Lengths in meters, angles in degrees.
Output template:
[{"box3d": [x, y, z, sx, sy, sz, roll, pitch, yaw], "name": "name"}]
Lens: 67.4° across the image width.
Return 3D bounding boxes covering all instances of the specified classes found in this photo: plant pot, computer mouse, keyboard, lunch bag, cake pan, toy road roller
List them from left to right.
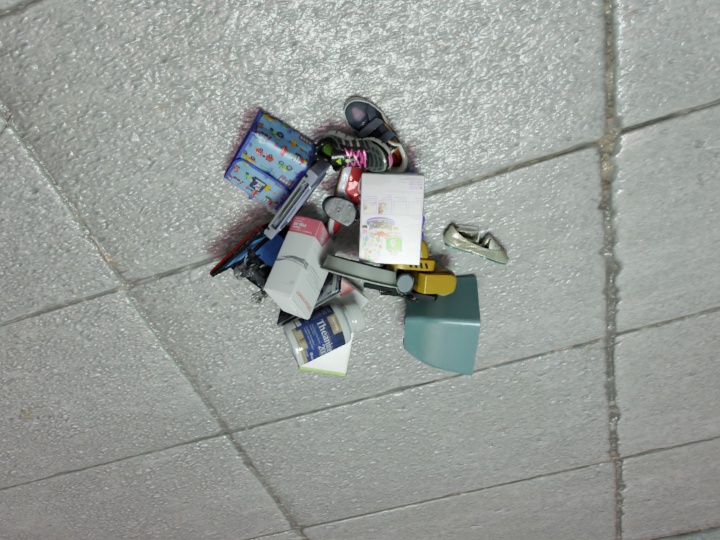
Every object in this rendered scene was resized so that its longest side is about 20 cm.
[{"box3d": [-0.219, -0.239, 1.256, 0.149, 0.095, 0.200, 27, 133, -21], "name": "lunch bag"}, {"box3d": [-0.001, -0.118, 1.278, 0.197, 0.034, 0.059, 29, 100, -9], "name": "computer mouse"}, {"box3d": [0.000, 0.000, 1.292, 0.196, 0.200, 0.038, 14, 92, -13], "name": "cake pan"}, {"box3d": [0.102, 0.056, 1.420, 0.195, 0.127, 0.021, 10, 102, 16], "name": "keyboard"}, {"box3d": [0.152, -0.020, 1.398, 0.195, 0.123, 0.150, 4, 102, -19], "name": "toy road roller"}, {"box3d": [0.217, 0.146, 1.487, 0.195, 0.198, 0.200, 3, 127, 5], "name": "plant pot"}]

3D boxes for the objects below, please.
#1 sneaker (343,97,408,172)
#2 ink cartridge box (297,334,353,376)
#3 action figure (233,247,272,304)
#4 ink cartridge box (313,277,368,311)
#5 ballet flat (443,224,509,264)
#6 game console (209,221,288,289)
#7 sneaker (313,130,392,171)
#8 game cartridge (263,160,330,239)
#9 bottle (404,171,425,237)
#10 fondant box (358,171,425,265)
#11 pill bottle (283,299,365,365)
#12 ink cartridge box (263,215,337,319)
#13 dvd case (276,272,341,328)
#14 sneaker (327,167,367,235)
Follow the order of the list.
[{"box3d": [0.041, -0.301, 1.217, 0.078, 0.080, 0.199, -38, 118, 24], "name": "sneaker"}, {"box3d": [-0.095, 0.193, 1.577, 0.144, 0.076, 0.205, 10, 99, -10], "name": "ink cartridge box"}, {"box3d": [-0.250, 0.022, 1.324, 0.101, 0.120, 0.200, -35, 158, 8], "name": "action figure"}, {"box3d": [-0.086, 0.118, 1.479, 0.116, 0.067, 0.201, 38, 93, -26], "name": "ink cartridge box"}, {"box3d": [0.312, -0.069, 1.409, 0.196, 0.068, 0.063, 16, 115, -14], "name": "ballet flat"}, {"box3d": [-0.254, -0.024, 1.382, 0.199, 0.172, 0.119, -38, 92, 22], "name": "game console"}, {"box3d": [-0.023, -0.251, 1.186, 0.197, 0.087, 0.075, 23, 135, 28], "name": "sneaker"}, {"box3d": [-0.144, -0.171, 1.271, 0.038, 0.130, 0.200, 41, 118, -2], "name": "game cartridge"}, {"box3d": [0.113, -0.131, 1.296, 0.081, 0.065, 0.205, -7, 94, -6], "name": "bottle"}, {"box3d": [0.070, -0.120, 1.230, 0.141, 0.058, 0.205, 3, 104, 2], "name": "fondant box"}, {"box3d": [-0.090, 0.153, 1.387, 0.197, 0.111, 0.113, -24, 128, -14], "name": "pill bottle"}, {"box3d": [-0.142, -0.006, 1.315, 0.081, 0.203, 0.147, 14, 159, 20], "name": "ink cartridge box"}, {"box3d": [-0.132, 0.059, 1.425, 0.197, 0.150, 0.016, -30, 117, 18], "name": "dvd case"}, {"box3d": [-0.013, -0.165, 1.317, 0.110, 0.072, 0.203, 13, 122, -8], "name": "sneaker"}]
